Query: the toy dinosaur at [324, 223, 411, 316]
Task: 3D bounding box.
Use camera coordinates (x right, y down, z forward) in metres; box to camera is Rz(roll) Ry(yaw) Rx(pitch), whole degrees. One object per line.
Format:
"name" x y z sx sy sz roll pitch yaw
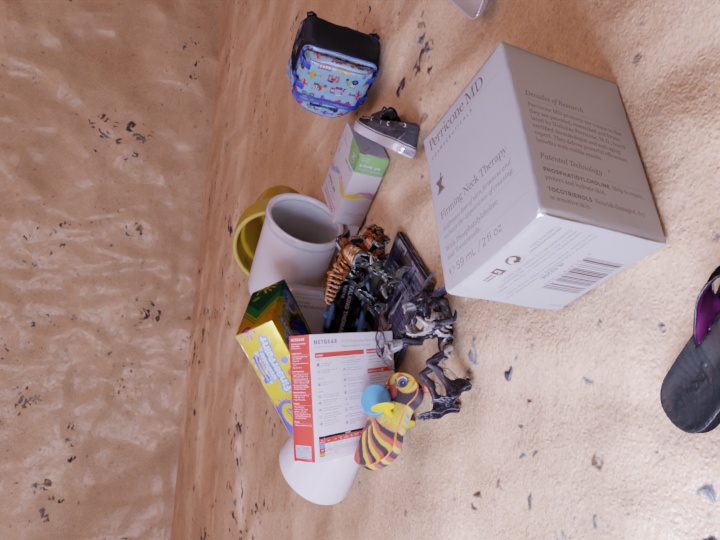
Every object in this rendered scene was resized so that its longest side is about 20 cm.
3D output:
"toy dinosaur" 0.000 0.000 1.059 0.201 0.135 0.103 -48 -7 -26

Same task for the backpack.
"backpack" -0.067 -0.393 1.308 0.200 0.177 0.138 131 146 -55

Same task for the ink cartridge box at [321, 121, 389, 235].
"ink cartridge box" -0.021 -0.173 1.279 0.119 0.065 0.203 -111 36 -45

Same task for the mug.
"mug" -0.058 0.294 1.159 0.156 0.146 0.188 -60 39 26

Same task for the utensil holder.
"utensil holder" -0.144 -0.031 1.358 0.172 0.165 0.203 -110 35 -45

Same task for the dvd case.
"dvd case" 0.060 0.060 1.099 0.150 0.016 0.204 -119 42 -52

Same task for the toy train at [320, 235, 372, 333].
"toy train" -0.021 0.037 1.189 0.114 0.084 0.207 159 125 -83

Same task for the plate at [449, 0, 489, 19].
"plate" 0.182 -0.502 0.960 0.202 0.031 0.204 -115 40 -49

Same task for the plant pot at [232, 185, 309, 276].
"plant pot" -0.194 -0.100 1.524 0.191 0.195 0.204 -90 20 -54

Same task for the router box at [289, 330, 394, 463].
"router box" -0.021 0.190 1.006 0.048 0.197 0.186 -9 81 41

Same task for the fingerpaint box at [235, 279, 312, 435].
"fingerpaint box" -0.124 0.144 1.100 0.168 0.072 0.204 -87 -26 -69

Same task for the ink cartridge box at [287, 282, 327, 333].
"ink cartridge box" -0.102 0.137 1.284 0.084 0.141 0.207 16 99 63

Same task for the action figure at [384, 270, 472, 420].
"action figure" 0.093 0.099 0.918 0.120 0.099 0.205 115 150 -55

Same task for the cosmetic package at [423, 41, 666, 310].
"cosmetic package" 0.184 -0.090 0.686 0.168 0.162 0.206 133 138 -52

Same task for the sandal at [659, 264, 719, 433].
"sandal" 0.303 0.047 0.525 0.076 0.047 0.206 -127 49 -57

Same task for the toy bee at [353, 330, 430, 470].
"toy bee" 0.055 0.197 0.962 0.105 0.130 0.207 1 86 25

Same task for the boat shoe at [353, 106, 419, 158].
"boat shoe" 0.049 -0.260 1.154 0.068 0.068 0.200 -67 28 14
